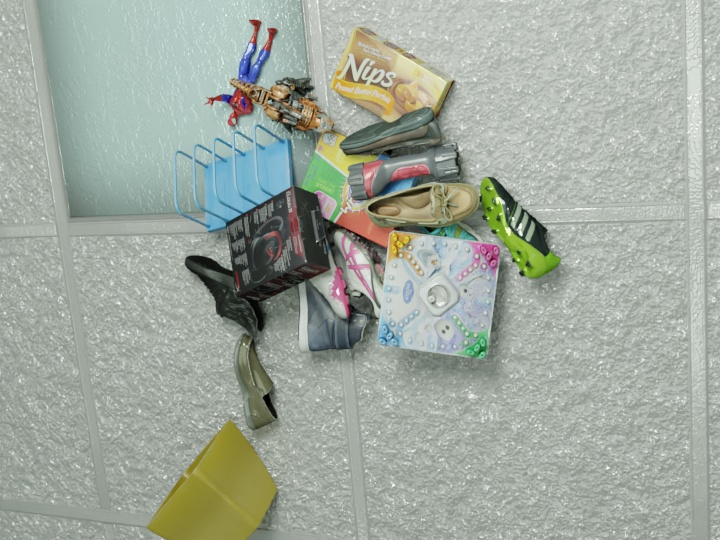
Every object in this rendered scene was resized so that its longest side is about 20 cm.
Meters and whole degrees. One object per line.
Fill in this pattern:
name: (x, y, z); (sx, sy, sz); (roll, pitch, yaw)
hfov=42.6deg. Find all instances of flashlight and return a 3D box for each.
flashlight: (0.077, -0.168, 1.618); (0.196, 0.069, 0.068); (-7, 143, 14)

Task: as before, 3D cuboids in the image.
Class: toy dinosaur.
toy dinosaur: (-0.136, -0.306, 1.669); (0.200, 0.136, 0.102); (44, 106, -3)

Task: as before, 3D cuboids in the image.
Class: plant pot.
plant pot: (-0.290, 0.472, 1.910); (0.176, 0.200, 0.201); (40, 115, -3)

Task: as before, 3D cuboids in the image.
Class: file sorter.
file sorter: (-0.241, -0.176, 1.737); (0.197, 0.122, 0.142); (-13, 70, 25)

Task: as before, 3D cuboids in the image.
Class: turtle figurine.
turtle figurine: (0.140, 0.073, 1.680); (0.196, 0.100, 0.153); (-2, 102, 29)

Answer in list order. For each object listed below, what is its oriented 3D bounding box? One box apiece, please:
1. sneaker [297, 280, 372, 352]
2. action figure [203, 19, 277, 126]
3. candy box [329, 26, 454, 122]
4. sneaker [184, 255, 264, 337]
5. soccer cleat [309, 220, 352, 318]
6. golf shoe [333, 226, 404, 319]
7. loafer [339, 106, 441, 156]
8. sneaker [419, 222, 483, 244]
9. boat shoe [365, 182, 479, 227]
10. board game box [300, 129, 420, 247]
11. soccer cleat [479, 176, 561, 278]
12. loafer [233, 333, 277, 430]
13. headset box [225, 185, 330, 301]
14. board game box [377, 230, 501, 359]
sneaker: (-0.047, 0.053, 1.765); (0.143, 0.077, 0.207); (0, 95, 14)
action figure: (-0.225, -0.361, 1.727); (0.064, 0.099, 0.203); (27, 114, 16)
candy box: (0.054, -0.331, 1.635); (0.198, 0.055, 0.117); (33, 114, 13)
sneaker: (-0.277, 0.049, 1.866); (0.197, 0.060, 0.106); (21, 110, 17)
soccer cleat: (-0.075, 0.002, 1.708); (0.085, 0.070, 0.203); (-17, 71, -1)
golf shoe: (0.000, 0.000, 1.696); (0.092, 0.072, 0.201); (-48, 55, 12)
loafer: (0.051, -0.224, 1.608); (0.197, 0.072, 0.064); (-13, 118, 37)
sneaker: (0.152, -0.058, 1.648); (0.200, 0.080, 0.078); (47, 115, 5)
boat shoe: (0.106, -0.109, 1.585); (0.196, 0.063, 0.075); (-10, 84, 11)
board game box: (-0.004, -0.153, 1.698); (0.197, 0.040, 0.156); (25, 100, 15)
soccer cleat: (0.273, -0.078, 1.604); (0.202, 0.080, 0.068); (63, 152, 19)
loafer: (-0.208, 0.223, 1.880); (0.068, 0.075, 0.204); (-7, 105, 12)
headset box: (-0.144, -0.049, 1.673); (0.198, 0.074, 0.152); (-25, 67, 32)
board game box: (0.135, 0.044, 1.608); (0.196, 0.026, 0.205); (7, 96, 5)
